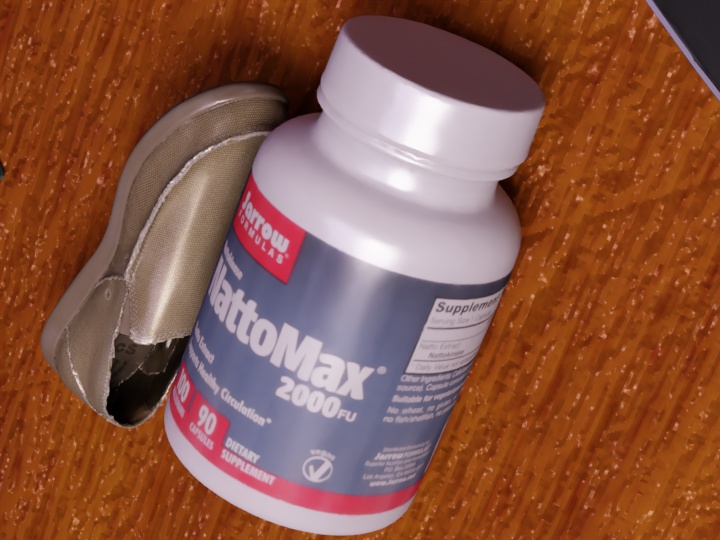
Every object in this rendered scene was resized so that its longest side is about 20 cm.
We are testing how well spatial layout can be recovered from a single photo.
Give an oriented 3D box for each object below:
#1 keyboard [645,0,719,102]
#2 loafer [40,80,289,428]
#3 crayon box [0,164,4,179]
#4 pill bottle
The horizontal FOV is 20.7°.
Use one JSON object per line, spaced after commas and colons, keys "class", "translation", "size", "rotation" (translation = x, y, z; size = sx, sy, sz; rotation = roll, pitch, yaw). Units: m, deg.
{"class": "keyboard", "translation": [0.137, -0.176, 0.778], "size": [0.127, 0.021, 0.200], "rotation": [-38, 84, 36]}
{"class": "loafer", "translation": [-0.080, -0.003, 0.904], "size": [0.067, 0.076, 0.200], "rotation": [56, 133, 27]}
{"class": "crayon box", "translation": [-0.291, -0.076, 1.021], "size": [0.200, 0.051, 0.127], "rotation": [-16, 94, 31]}
{"class": "pill bottle", "translation": [0.000, 0.000, 0.839], "size": [0.119, 0.120, 0.200], "rotation": [30, 114, 20]}
